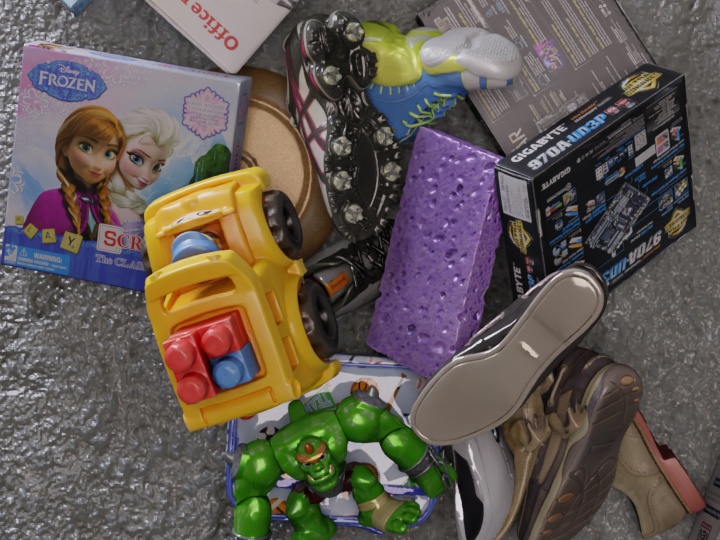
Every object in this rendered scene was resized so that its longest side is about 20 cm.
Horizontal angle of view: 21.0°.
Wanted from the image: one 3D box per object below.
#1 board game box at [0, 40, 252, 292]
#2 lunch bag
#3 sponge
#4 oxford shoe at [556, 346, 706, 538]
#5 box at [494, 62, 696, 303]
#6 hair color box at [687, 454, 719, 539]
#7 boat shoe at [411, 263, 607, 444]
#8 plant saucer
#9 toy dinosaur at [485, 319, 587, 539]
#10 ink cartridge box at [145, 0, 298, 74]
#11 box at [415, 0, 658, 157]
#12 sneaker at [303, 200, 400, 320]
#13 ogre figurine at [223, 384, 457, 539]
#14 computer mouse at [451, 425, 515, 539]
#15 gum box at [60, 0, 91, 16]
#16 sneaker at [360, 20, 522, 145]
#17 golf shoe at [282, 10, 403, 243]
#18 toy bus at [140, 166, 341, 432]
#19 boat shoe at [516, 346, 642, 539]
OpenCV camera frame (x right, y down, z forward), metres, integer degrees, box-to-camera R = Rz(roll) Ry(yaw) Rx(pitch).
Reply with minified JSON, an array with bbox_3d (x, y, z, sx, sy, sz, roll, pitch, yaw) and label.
[{"bbox_3d":[-0.206,-0.086,1.698,0.199,0.041,0.200,10,103,9],"label":"board game box"},{"bbox_3d":[-0.018,0.153,1.718,0.199,0.076,0.161,4,91,1],"label":"lunch bag"},{"bbox_3d":[0.068,-0.012,1.652,0.030,0.111,0.201,5,103,-39],"label":"sponge"},{"bbox_3d":[0.221,0.149,1.722,0.075,0.070,0.200,-37,88,4],"label":"oxford shoe"},{"bbox_3d":[0.205,-0.063,1.653,0.200,0.046,0.159,-35,130,-30],"label":"box"},{"bbox_3d":[0.356,0.167,1.707,0.060,0.100,0.201,21,89,-1],"label":"hair color box"},{"bbox_3d":[0.125,0.070,1.588,0.200,0.057,0.067,-43,88,17],"label":"boat shoe"},{"bbox_3d":[-0.111,-0.086,1.739,0.199,0.035,0.201,0,89,0],"label":"plant saucer"},{"bbox_3d":[0.144,0.136,1.649,0.058,0.101,0.201,6,73,-22],"label":"toy dinosaur"},{"bbox_3d":[-0.107,-0.294,1.698,0.146,0.084,0.200,42,89,-21],"label":"ink cartridge box"},{"bbox_3d":[0.168,-0.186,1.738,0.160,0.044,0.200,-33,90,-1],"label":"box"},{"bbox_3d":[0.000,0.000,1.716,0.200,0.079,0.074,-33,89,-5],"label":"sneaker"},{"bbox_3d":[-0.032,0.176,1.641,0.199,0.098,0.120,-18,111,18],"label":"ogre figurine"},{"bbox_3d":[0.113,0.155,1.713,0.044,0.110,0.201,-3,97,31],"label":"computer mouse"},{"bbox_3d":[-0.248,-0.360,1.737,0.170,0.045,0.200,44,88,0],"label":"gum box"},{"bbox_3d":[0.064,-0.157,1.690,0.076,0.200,0.105,-22,117,-38],"label":"sneaker"},{"bbox_3d":[-0.019,-0.124,1.697,0.077,0.088,0.201,-11,94,-30],"label":"golf shoe"},{"bbox_3d":[-0.118,0.031,1.585,0.135,0.192,0.201,-17,96,16],"label":"toy bus"},{"bbox_3d":[0.181,0.154,1.690,0.073,0.074,0.200,42,121,40],"label":"boat shoe"}]
